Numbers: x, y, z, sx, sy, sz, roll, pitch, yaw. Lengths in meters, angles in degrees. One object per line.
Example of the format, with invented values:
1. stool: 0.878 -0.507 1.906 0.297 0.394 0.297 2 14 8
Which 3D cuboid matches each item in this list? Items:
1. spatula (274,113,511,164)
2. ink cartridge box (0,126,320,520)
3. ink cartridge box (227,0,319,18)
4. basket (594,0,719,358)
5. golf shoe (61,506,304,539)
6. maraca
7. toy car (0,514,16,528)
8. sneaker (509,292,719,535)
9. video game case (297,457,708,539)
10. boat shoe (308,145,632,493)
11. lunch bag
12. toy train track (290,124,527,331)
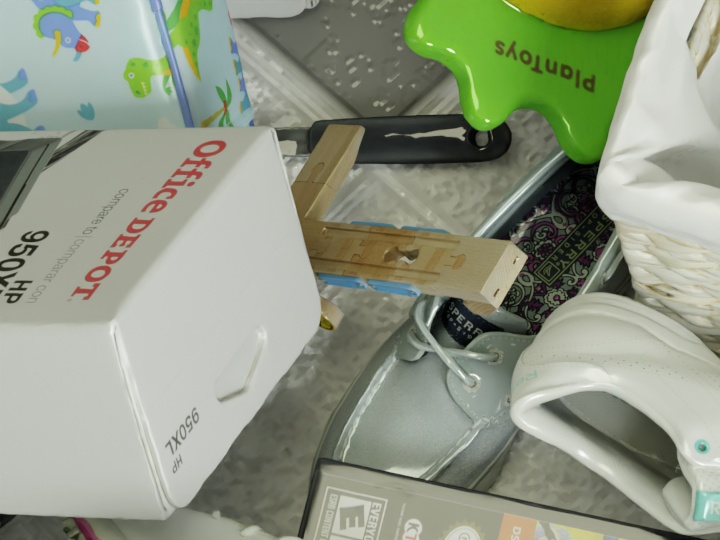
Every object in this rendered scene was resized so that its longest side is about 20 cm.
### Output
1. spatula: -0.036 -0.054 1.168 0.199 0.021 0.057 -1 86 7
2. ink cartridge box: -0.135 0.016 1.029 0.199 0.084 0.145 0 31 25
3. ink cartridge box: -0.087 -0.215 1.221 0.147 0.086 0.201 -2 64 10
4. basket: 0.214 -0.056 1.044 0.200 0.161 0.199 15 69 18
5. golf shoe: -0.023 0.125 1.007 0.200 0.075 0.092 43 79 12
6. maraca: 0.074 -0.138 1.089 0.137 0.107 0.201 15 64 -20
7. toy car: -0.159 0.152 1.056 0.164 0.158 0.200 -25 37 10
8. sneaker: 0.146 0.074 1.006 0.200 0.088 0.075 17 113 13
9. video game case: 0.047 0.184 1.020 0.180 0.026 0.201 11 79 16
10. boat shoe: 0.047 0.021 1.089 0.070 0.072 0.201 36 78 22
11. lunch bag: -0.135 -0.098 1.117 0.160 0.082 0.201 -9 106 21
12. toy train track: 0.000 0.000 1.088 0.200 0.033 0.115 7 61 55
